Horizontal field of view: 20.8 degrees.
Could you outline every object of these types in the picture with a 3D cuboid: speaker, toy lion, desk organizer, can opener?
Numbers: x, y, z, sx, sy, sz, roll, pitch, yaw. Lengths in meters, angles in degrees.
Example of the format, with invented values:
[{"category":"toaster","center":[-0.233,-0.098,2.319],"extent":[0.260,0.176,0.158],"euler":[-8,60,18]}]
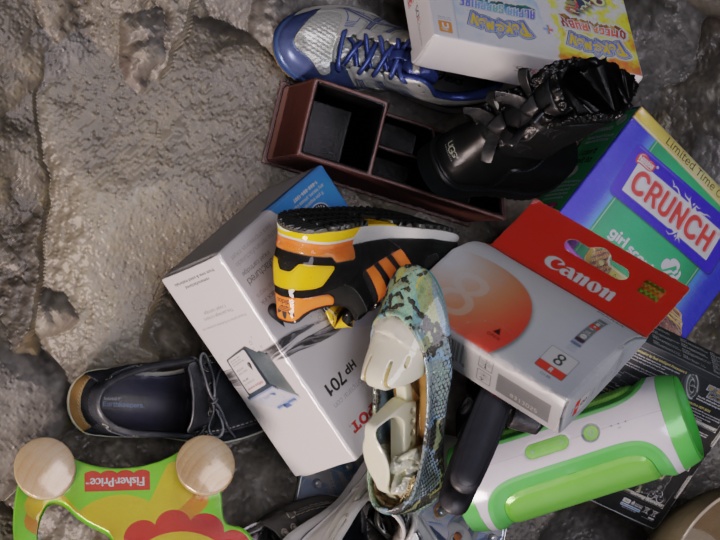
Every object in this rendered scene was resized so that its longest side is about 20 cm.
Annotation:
[{"category":"speaker","center":[0.176,0.151,1.611],"extent":[0.199,0.088,0.089],"euler":[-19,98,14]},{"category":"toy lion","center":[-0.169,0.227,1.518],"extent":[0.199,0.069,0.193],"euler":[0,77,-9]},{"category":"desk organizer","center":[0.028,-0.098,1.634],"extent":[0.199,0.077,0.072],"euler":[16,84,-22]},{"category":"can opener","center":[0.103,0.114,1.537],"extent":[0.078,0.200,0.064],"euler":[19,125,11]}]

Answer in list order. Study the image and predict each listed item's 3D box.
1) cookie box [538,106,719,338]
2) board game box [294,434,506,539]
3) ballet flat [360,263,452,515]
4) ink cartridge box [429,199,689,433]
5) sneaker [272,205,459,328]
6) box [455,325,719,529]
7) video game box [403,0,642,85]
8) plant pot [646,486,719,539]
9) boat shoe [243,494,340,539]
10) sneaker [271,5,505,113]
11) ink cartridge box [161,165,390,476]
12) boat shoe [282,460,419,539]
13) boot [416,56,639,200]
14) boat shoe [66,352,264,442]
[{"category":"cookie box","center":[0.229,-0.014,1.718],"extent":[0.171,0.075,0.200],"euler":[42,75,-17]},{"category":"board game box","center":[0.035,0.235,1.663],"extent":[0.199,0.026,0.201],"euler":[12,85,-22]},{"category":"ballet flat","center":[0.031,0.097,1.499],"extent":[0.074,0.074,0.201],"euler":[-10,107,-22]},{"category":"ink cartridge box","center":[0.151,0.020,1.559],"extent":[0.162,0.050,0.200],"euler":[31,55,22]},{"category":"sneaker","center":[0.000,0.000,1.535],"extent":[0.200,0.070,0.090],"euler":[-1,105,-52]},{"category":"box","center":[0.203,0.113,1.662],"extent":[0.199,0.044,0.161],"euler":[24,116,-9]},{"category":"video game box","center":[0.128,-0.237,1.646],"extent":[0.199,0.047,0.183],"euler":[8,56,-24]},{"category":"plant pot","center":[0.318,0.280,1.721],"extent":[0.200,0.134,0.201],"euler":[0,90,-23]},{"category":"boat shoe","center":[-0.089,0.242,1.578],"extent":[0.199,0.057,0.067],"euler":[-25,92,-11]},{"category":"sneaker","center":[0.028,-0.181,1.630],"extent":[0.199,0.088,0.076],"euler":[8,89,-21]},{"category":"ink cartridge box","center":[-0.042,0.041,1.577],"extent":[0.200,0.086,0.146],"euler":[55,49,-11]},{"category":"boat shoe","center":[0.013,0.198,1.575],"extent":[0.200,0.066,0.072],"euler":[-31,111,-43]},{"category":"boot","center":[0.156,-0.119,1.587],"extent":[0.198,0.162,0.074],"euler":[-10,74,-47]},{"category":"boat shoe","center":[-0.134,0.103,1.574],"extent":[0.199,0.062,0.075],"euler":[-1,87,-25]}]
